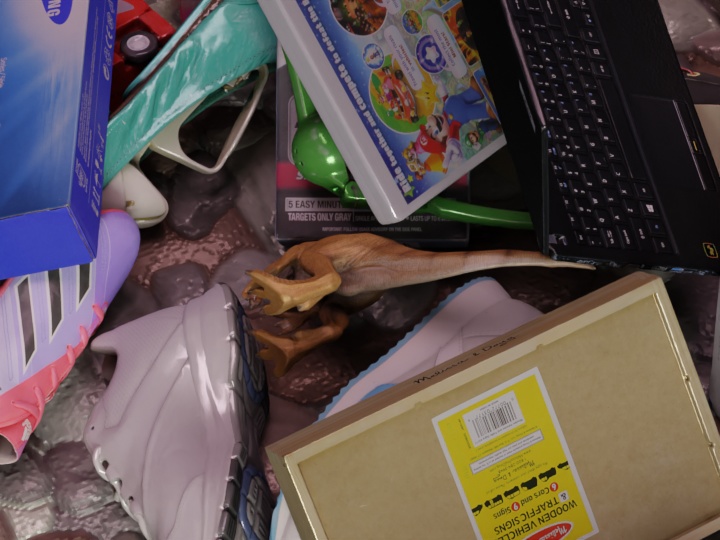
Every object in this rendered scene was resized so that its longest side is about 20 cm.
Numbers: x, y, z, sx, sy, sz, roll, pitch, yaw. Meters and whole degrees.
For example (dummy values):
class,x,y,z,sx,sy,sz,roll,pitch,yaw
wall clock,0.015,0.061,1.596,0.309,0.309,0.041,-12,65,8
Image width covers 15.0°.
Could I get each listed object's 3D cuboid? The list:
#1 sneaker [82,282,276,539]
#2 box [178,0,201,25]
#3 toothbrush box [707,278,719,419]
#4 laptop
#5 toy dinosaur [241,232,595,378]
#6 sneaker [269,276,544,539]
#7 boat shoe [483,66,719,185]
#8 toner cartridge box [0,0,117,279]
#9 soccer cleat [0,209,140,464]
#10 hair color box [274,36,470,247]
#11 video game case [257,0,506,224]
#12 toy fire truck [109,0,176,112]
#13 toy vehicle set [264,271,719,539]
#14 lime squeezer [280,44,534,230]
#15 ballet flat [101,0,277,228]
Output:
class,x,y,z,sx,sy,sz,roll,pitch,yaw
sneaker,-0.086,0.097,1.294,0.087,0.075,0.200,-14,43,8
box,0.001,-0.180,1.490,0.199,0.103,0.095,0,50,2
toothbrush box,0.273,0.015,1.281,0.199,0.147,0.085,-19,52,-14
laptop,0.110,-0.102,1.265,0.199,0.103,0.178,5,57,-35
toy dinosaur,0.000,0.000,1.301,0.106,0.061,0.200,-37,23,-33
sneaker,0.032,0.086,1.281,0.081,0.077,0.200,31,60,25
boat shoe,0.138,-0.073,1.421,0.201,0.074,0.063,13,15,26
toner cartridge box,-0.177,-0.083,1.377,0.095,0.043,0.200,-10,47,10
soccer cleat,-0.170,0.050,1.333,0.076,0.067,0.200,37,63,22
hair color box,0.007,-0.113,1.391,0.099,0.061,0.201,0,87,3
video game case,0.047,-0.132,1.335,0.200,0.143,0.018,-36,14,-34
toy fire truck,-0.210,-0.104,1.472,0.200,0.049,0.141,-33,54,-23
toy vehicle set,0.069,0.097,1.245,0.200,0.125,0.027,-24,13,-16
lime squeezer,0.012,-0.057,1.347,0.200,0.038,0.071,37,57,4
ballet flat,-0.111,-0.065,1.418,0.070,0.067,0.200,45,79,0
